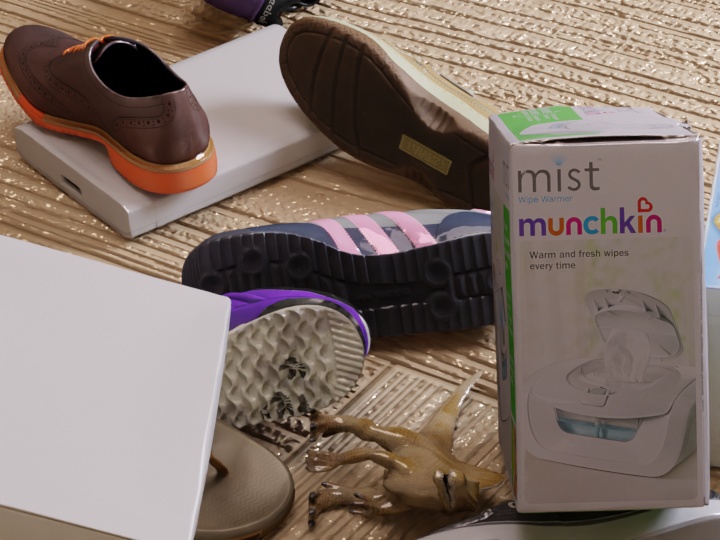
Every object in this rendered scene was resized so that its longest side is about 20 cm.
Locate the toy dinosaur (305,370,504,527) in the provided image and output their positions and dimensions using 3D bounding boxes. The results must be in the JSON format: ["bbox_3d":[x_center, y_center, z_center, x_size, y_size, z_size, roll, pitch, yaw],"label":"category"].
[{"bbox_3d":[0.023,0.101,1.441,0.101,0.059,0.200,1,12,1],"label":"toy dinosaur"}]

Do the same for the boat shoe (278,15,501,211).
[{"bbox_3d":[0.040,-0.092,1.708,0.200,0.072,0.076,38,31,21],"label":"boat shoe"}]

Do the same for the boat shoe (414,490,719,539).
[{"bbox_3d":[0.092,0.135,1.366,0.199,0.070,0.066,-11,27,-13],"label":"boat shoe"}]

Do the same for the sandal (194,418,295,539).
[{"bbox_3d":[-0.122,0.073,1.427,0.200,0.054,0.080,34,54,-1],"label":"sandal"}]

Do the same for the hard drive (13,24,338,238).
[{"bbox_3d":[-0.097,-0.090,1.754,0.199,0.027,0.132,-25,39,-29],"label":"hard drive"}]

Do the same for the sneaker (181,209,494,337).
[{"bbox_3d":[0.000,0.000,1.590,0.199,0.071,0.082,1,17,1],"label":"sneaker"}]

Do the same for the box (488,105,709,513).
[{"bbox_3d":[0.116,0.013,1.387,0.096,0.177,0.200,-3,8,0],"label":"box"}]

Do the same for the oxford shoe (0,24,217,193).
[{"bbox_3d":[-0.155,-0.119,1.712,0.071,0.073,0.200,-28,41,-31],"label":"oxford shoe"}]

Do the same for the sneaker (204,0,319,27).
[{"bbox_3d":[-0.056,-0.214,1.921,0.087,0.076,0.200,32,31,0],"label":"sneaker"}]

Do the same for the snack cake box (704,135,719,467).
[{"bbox_3d":[0.218,0.003,1.510,0.067,0.115,0.200,4,35,10],"label":"snack cake box"}]

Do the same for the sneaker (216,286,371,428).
[{"bbox_3d":[-0.088,0.049,1.516,0.199,0.070,0.100,-6,14,10],"label":"sneaker"}]

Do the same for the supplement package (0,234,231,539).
[{"bbox_3d":[-0.157,0.123,1.252,0.146,0.201,0.192,15,34,-6],"label":"supplement package"}]
